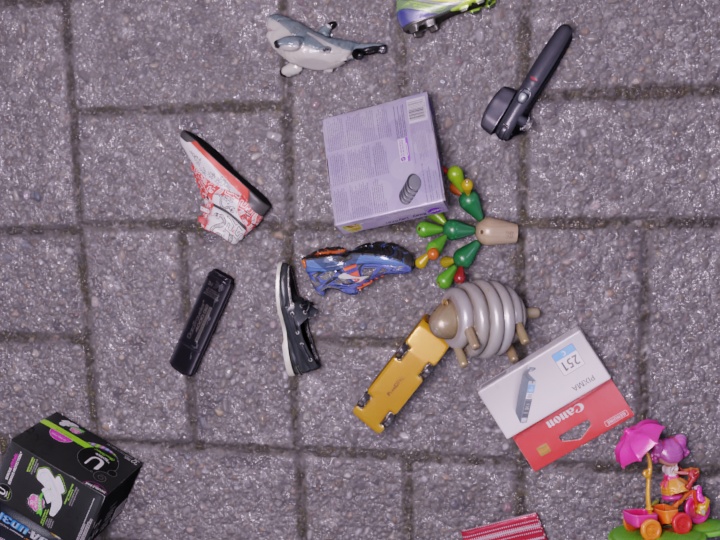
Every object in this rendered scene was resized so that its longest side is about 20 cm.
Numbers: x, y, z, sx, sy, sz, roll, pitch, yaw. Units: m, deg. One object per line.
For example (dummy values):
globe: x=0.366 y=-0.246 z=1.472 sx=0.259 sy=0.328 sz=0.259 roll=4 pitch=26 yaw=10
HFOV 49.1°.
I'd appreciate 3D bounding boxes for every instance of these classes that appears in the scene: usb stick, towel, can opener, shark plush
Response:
usb stick: x=-0.283 y=0.095 z=1.402 sx=0.055 sy=0.033 sz=0.202 roll=29 pitch=103 yaw=13
towel: x=0.272 y=0.527 z=1.366 sx=0.143 sy=0.022 sz=0.202 roll=-20 pitch=92 yaw=15
can opener: x=0.267 y=-0.291 z=1.225 sx=0.078 sy=0.063 sz=0.201 roll=35 pitch=103 yaw=4
shark plush: x=-0.059 y=-0.376 z=1.276 sx=0.197 sy=0.091 sz=0.084 roll=2 pitch=68 yaw=15

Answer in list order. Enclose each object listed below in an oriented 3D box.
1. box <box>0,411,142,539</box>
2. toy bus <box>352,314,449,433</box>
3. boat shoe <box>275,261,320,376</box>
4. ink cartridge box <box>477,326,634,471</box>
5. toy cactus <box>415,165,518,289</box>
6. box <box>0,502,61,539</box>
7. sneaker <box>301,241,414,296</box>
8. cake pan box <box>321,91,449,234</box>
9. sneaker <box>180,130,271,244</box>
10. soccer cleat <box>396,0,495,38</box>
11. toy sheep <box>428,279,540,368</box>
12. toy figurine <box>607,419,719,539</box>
box: x=-0.531 y=0.377 z=1.430 sx=0.198 sy=0.149 sz=0.125 roll=29 pitch=104 yaw=5
toy bus: x=0.071 y=0.173 z=1.322 sx=0.065 sy=0.078 sz=0.201 roll=37 pitch=103 yaw=2
boat shoe: x=-0.103 y=0.082 z=1.345 sx=0.065 sy=0.075 sz=0.202 roll=-4 pitch=98 yaw=9
ink cartridge box: x=0.323 y=0.219 z=1.299 sx=0.199 sy=0.045 sz=0.177 roll=-34 pitch=90 yaw=14
toy cactus: x=0.172 y=-0.069 z=1.269 sx=0.163 sy=0.102 sz=0.203 roll=3 pitch=90 yaw=0
box: x=-0.615 y=0.481 z=1.498 sx=0.198 sy=0.046 sz=0.160 roll=28 pitch=115 yaw=6
sneaker: x=0.000 y=0.000 z=1.316 sx=0.198 sy=0.075 sz=0.079 roll=-3 pitch=109 yaw=27
cake pan box: x=0.037 y=-0.174 z=1.256 sx=0.182 sy=0.052 sz=0.203 roll=-13 pitch=72 yaw=13
sneaker: x=-0.258 y=-0.137 z=1.345 sx=0.201 sy=0.067 sz=0.108 roll=43 pitch=101 yaw=0
soccer cleat: x=0.148 y=-0.435 z=1.228 sx=0.198 sy=0.065 sz=0.085 roll=-19 pitch=88 yaw=12
toy sheep: x=0.199 y=0.080 z=1.255 sx=0.197 sy=0.138 sz=0.140 roll=0 pitch=100 yaw=-23
toy figurine: x=0.483 y=0.331 z=1.255 sx=0.197 sy=0.150 sz=0.187 roll=-6 pitch=88 yaw=-11
